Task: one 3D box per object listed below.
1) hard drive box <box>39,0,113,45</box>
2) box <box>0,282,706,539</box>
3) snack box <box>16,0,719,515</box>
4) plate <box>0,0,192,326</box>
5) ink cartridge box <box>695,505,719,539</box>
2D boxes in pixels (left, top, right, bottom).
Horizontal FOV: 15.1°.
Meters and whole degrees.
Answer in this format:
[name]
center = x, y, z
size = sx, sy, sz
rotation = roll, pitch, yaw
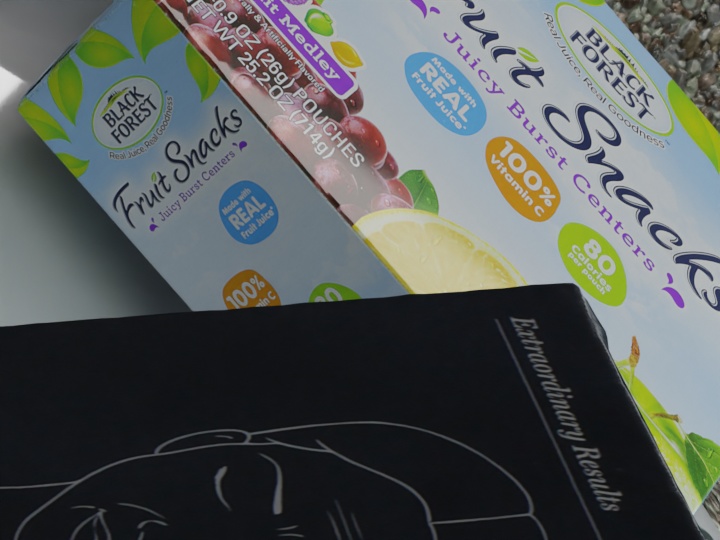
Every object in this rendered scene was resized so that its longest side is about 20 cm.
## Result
[hard drive box]
center = -0.124, -0.102, 0.834
size = 0.156, 0.077, 0.200
rotation = -130, -158, -58
[box]
center = -0.039, 0.090, 0.479
size = 0.149, 0.200, 0.107
rotation = -112, -158, -55
[snack box]
center = 0.028, -0.019, 0.761
size = 0.200, 0.068, 0.169
rotation = 50, 38, -2
[plate]
center = -0.098, -0.002, 0.702
size = 0.200, 0.032, 0.200
rotation = 19, 52, -37
[ink cartridge box]
center = 0.059, 0.147, 0.814
size = 0.084, 0.146, 0.200
rotation = 31, 21, -47
